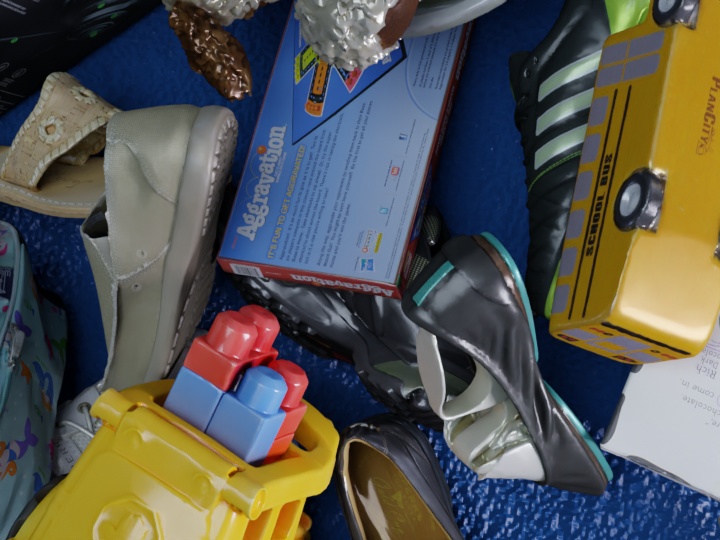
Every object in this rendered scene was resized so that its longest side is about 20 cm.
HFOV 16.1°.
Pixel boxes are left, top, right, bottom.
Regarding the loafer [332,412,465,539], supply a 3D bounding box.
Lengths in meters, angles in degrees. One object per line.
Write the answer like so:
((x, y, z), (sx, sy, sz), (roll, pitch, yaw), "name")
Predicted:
((0.036, 0.172, 1.366), (0.073, 0.072, 0.201), (-32, 80, 11), "loafer")

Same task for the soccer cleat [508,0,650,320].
((0.113, -0.074, 1.366), (0.081, 0.067, 0.202), (13, 85, 26), "soccer cleat")

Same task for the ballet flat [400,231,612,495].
((0.068, 0.061, 1.310), (0.068, 0.201, 0.068), (-36, 41, -8), "ballet flat")

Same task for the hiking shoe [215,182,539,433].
((0.000, 0.000, 1.397), (0.200, 0.076, 0.101), (37, 79, 15), "hiking shoe")

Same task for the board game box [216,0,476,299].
((-0.003, -0.085, 1.381), (0.102, 0.019, 0.201), (9, 67, 16), "board game box")

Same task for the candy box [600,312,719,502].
((0.240, 0.033, 1.313), (0.167, 0.071, 0.201), (24, 93, 16), "candy box")

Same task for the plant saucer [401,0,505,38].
((0.053, -0.200, 1.369), (0.199, 0.050, 0.201), (-18, 52, 24), "plant saucer")

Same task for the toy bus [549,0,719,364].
((0.154, -0.059, 1.282), (0.065, 0.078, 0.202), (19, 74, -26), "toy bus")

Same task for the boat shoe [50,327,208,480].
((-0.155, 0.109, 1.428), (0.200, 0.069, 0.071), (-44, 74, 9), "boat shoe")

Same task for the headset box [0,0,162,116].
((-0.195, -0.171, 1.401), (0.199, 0.174, 0.093), (-33, 78, 13), "headset box")

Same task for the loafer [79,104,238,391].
((-0.113, -0.011, 1.342), (0.068, 0.076, 0.201), (20, 126, 5), "loafer")

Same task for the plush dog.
((-0.051, -0.190, 1.314), (0.160, 0.172, 0.201), (29, 52, -19), "plush dog")

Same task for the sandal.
((-0.174, -0.075, 1.419), (0.210, 0.078, 0.070), (1, 114, 31), "sandal")

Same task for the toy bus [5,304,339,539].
((-0.076, 0.110, 1.327), (0.135, 0.200, 0.193), (29, 102, 17), "toy bus")

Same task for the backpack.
((-0.254, 0.071, 1.383), (0.176, 0.151, 0.201), (-12, 53, 14), "backpack")

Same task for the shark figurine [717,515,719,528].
((0.148, 0.223, 1.315), (0.213, 0.090, 0.129), (-21, 104, -7), "shark figurine")
